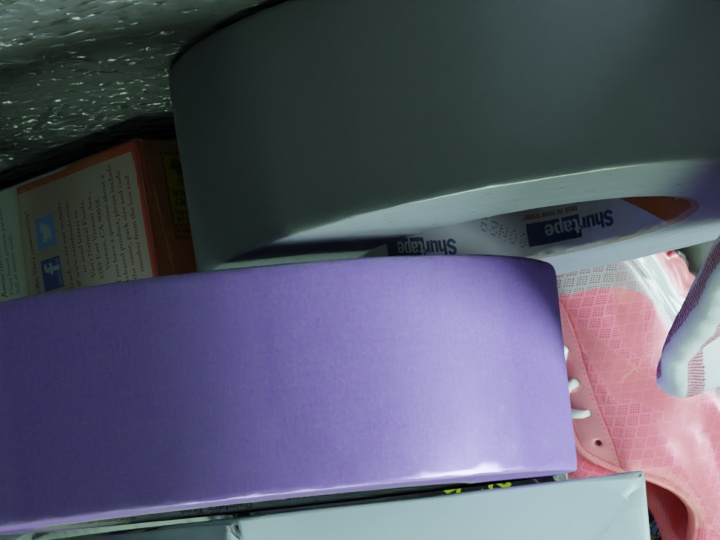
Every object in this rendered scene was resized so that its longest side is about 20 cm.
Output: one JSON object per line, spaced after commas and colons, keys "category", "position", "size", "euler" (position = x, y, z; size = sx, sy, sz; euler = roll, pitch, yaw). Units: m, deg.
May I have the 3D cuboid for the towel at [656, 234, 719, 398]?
{"category": "towel", "position": [0.172, -0.036, 0.797], "size": [0.200, 0.030, 0.146], "euler": [-36, 166, -9]}

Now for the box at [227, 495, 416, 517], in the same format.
{"category": "box", "position": [0.017, 0.093, 1.380], "size": [0.199, 0.162, 0.049], "euler": [-3, 170, -32]}

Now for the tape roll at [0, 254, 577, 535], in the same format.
{"category": "tape roll", "position": [-0.035, 0.041, 0.854], "size": [0.199, 0.066, 0.200], "euler": [-7, 174, -1]}

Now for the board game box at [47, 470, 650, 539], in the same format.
{"category": "board game box", "position": [-0.012, 0.110, 0.935], "size": [0.147, 0.065, 0.200], "euler": [-3, 175, -23]}

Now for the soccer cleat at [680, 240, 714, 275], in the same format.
{"category": "soccer cleat", "position": [0.172, -0.034, 0.950], "size": [0.199, 0.070, 0.086], "euler": [-17, -166, 35]}

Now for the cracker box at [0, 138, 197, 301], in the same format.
{"category": "cracker box", "position": [-0.087, 0.001, 0.997], "size": [0.134, 0.058, 0.199], "euler": [-3, 169, -45]}

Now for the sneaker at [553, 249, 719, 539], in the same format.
{"category": "sneaker", "position": [0.087, 0.032, 1.003], "size": [0.200, 0.087, 0.074], "euler": [42, 169, -20]}

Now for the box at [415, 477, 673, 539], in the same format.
{"category": "box", "position": [0.111, 0.067, 1.126], "size": [0.200, 0.160, 0.044], "euler": [-36, 162, -54]}

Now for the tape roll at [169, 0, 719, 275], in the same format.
{"category": "tape roll", "position": [0.045, -0.041, 0.836], "size": [0.199, 0.067, 0.200], "euler": [-8, 172, -1]}

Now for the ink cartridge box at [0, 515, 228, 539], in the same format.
{"category": "ink cartridge box", "position": [-0.150, 0.129, 1.072], "size": [0.199, 0.047, 0.160], "euler": [-29, 155, -2]}
